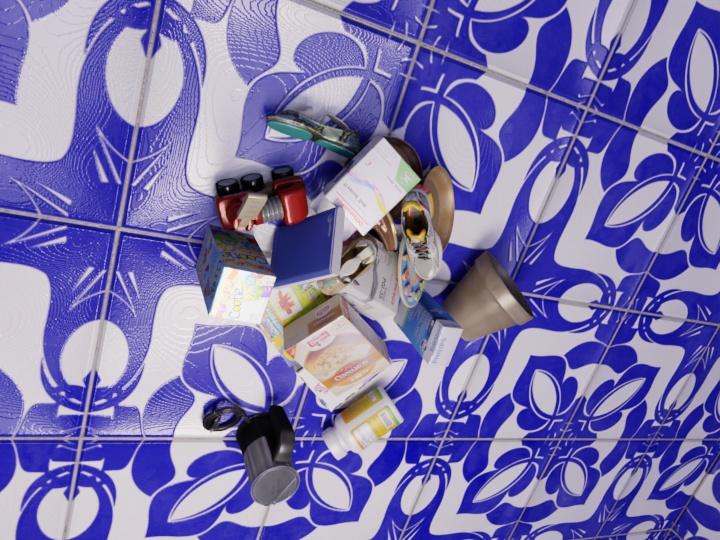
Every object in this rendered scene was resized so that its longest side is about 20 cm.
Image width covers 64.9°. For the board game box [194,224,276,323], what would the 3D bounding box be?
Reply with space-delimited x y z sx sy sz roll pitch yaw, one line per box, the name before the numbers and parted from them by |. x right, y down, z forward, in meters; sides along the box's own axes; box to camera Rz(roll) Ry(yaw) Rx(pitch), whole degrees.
board game box | -0.249 0.004 1.109 0.102 0.200 0.106 12 110 -28

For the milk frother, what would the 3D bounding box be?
milk frother | -0.258 0.421 1.324 0.198 0.188 0.182 -3 116 -22

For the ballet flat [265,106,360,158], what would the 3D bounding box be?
ballet flat | -0.089 -0.285 1.121 0.198 0.074 0.075 17 107 -27

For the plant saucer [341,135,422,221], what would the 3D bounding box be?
plant saucer | 0.041 -0.196 1.237 0.198 0.035 0.202 -10 118 -19

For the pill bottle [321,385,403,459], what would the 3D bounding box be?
pill bottle | 0.003 0.401 1.476 0.199 0.111 0.112 -34 124 -5

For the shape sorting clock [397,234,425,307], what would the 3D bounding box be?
shape sorting clock | 0.124 -0.016 1.293 0.039 0.200 0.202 3 122 19

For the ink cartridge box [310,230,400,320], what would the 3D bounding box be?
ink cartridge box | 0.000 0.000 1.248 0.199 0.082 0.148 32 58 -33

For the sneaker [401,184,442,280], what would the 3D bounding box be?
sneaker | 0.116 -0.067 1.151 0.077 0.082 0.202 -5 118 21

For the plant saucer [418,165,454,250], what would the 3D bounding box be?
plant saucer | 0.159 -0.132 1.270 0.200 0.035 0.202 -16 108 -58

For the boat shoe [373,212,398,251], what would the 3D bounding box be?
boat shoe | 0.024 -0.126 1.208 0.067 0.072 0.201 -25 116 -3

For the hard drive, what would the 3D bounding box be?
hard drive | -0.111 -0.040 1.125 0.025 0.199 0.133 19 68 -40

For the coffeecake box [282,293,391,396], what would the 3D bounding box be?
coffeecake box | -0.050 0.168 1.246 0.153 0.073 0.200 -32 127 13

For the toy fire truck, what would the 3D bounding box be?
toy fire truck | -0.179 -0.127 1.073 0.174 0.200 0.130 -15 121 -16

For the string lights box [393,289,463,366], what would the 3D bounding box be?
string lights box | 0.156 0.129 1.352 0.058 0.200 0.104 9 112 -27

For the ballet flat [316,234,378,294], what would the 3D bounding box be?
ballet flat | -0.008 -0.018 1.142 0.071 0.065 0.200 52 48 -10

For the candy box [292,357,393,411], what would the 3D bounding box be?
candy box | -0.046 0.220 1.387 0.199 0.072 0.168 -37 124 -3

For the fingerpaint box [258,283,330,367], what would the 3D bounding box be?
fingerpaint box | -0.148 0.089 1.273 0.166 0.073 0.201 -34 123 -5

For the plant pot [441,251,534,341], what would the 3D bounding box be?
plant pot | 0.305 0.082 1.418 0.173 0.201 0.200 -37 126 17

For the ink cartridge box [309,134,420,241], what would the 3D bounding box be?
ink cartridge box | 0.006 -0.154 1.119 0.200 0.067 0.117 -44 109 7
